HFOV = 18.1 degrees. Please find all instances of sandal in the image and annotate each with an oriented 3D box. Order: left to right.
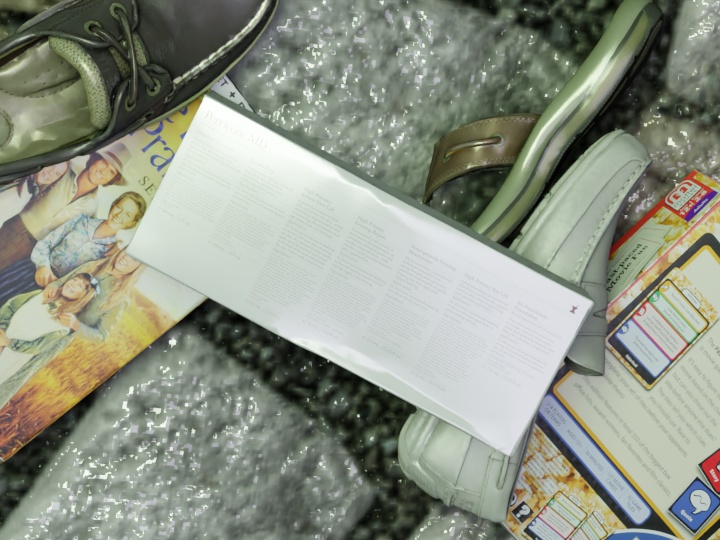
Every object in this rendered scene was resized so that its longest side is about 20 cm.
[{"bbox_3d":[0.071,-0.059,1.106,0.057,0.080,0.201,38,90,3],"label":"sandal"}]

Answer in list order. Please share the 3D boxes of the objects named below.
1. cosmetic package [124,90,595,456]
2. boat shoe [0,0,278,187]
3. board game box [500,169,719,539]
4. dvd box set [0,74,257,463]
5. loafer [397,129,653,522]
[{"bbox_3d":[0.000,0.000,1.035,0.199,0.051,0.083,28,98,-3],"label":"cosmetic package"},{"bbox_3d":[-0.120,-0.084,0.998,0.199,0.065,0.073,-33,104,-6],"label":"boat shoe"},{"bbox_3d":[0.152,0.072,1.176,0.200,0.046,0.152,-42,113,-2],"label":"board game box"},{"bbox_3d":[-0.136,-0.025,1.061,0.200,0.029,0.147,-38,112,-4],"label":"dvd box set"},{"bbox_3d":[0.092,0.027,1.099,0.070,0.070,0.201,30,91,11],"label":"loafer"}]
